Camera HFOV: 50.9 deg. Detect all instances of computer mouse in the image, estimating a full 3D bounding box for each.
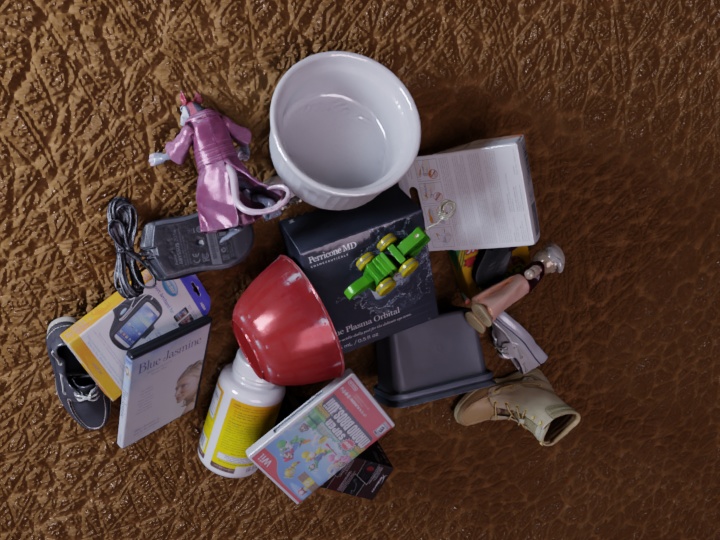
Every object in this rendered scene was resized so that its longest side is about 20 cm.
[{"bbox_3d":[-0.250,-0.041,1.063,0.199,0.053,0.140,-8,91,-22],"label":"computer mouse"}]

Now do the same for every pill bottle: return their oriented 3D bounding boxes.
[{"bbox_3d":[-0.186,0.222,1.211,0.109,0.109,0.201,9,114,-27],"label":"pill bottle"}]

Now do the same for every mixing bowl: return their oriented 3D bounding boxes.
[{"bbox_3d":[-0.118,0.091,1.102,0.108,0.200,0.201,-27,125,-18],"label":"mixing bowl"}]

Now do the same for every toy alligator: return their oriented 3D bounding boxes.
[{"bbox_3d":[0.060,-0.024,1.076,0.200,0.059,0.054,-41,166,-1],"label":"toy alligator"}]

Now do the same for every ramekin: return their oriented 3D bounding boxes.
[{"bbox_3d":[-0.028,-0.178,1.009,0.199,0.098,0.202,4,75,-15],"label":"ramekin"}]

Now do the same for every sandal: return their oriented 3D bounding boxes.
[{"bbox_3d":[0.234,-0.057,1.212,0.075,0.048,0.202,-3,119,-23],"label":"sandal"}]

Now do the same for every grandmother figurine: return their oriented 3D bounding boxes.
[{"bbox_3d":[0.264,0.020,1.247,0.200,0.121,0.061,-37,86,-21],"label":"grandmother figurine"}]

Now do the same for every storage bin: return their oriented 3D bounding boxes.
[{"bbox_3d":[0.114,0.139,1.292,0.198,0.145,0.135,-9,94,-18],"label":"storage bin"}]

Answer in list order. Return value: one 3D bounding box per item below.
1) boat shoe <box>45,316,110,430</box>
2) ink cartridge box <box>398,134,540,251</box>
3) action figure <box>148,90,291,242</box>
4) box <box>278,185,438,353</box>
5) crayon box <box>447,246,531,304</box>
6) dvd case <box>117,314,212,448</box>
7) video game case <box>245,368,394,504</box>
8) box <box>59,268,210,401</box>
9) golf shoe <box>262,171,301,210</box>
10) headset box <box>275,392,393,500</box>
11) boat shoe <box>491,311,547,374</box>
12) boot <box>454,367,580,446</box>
[{"bbox_3d":[-0.413,0.166,1.108,0.072,0.063,0.201,-14,122,-15],"label":"boat shoe"},{"bbox_3d":[0.163,-0.112,1.156,0.050,0.199,0.163,-45,126,-52],"label":"ink cartridge box"},{"bbox_3d":[-0.192,-0.142,0.980,0.133,0.149,0.201,-24,93,-19],"label":"action figure"},{"bbox_3d":[0.000,0.000,1.163,0.195,0.118,0.201,-20,123,-12],"label":"box"},{"bbox_3d":[0.215,-0.034,1.277,0.126,0.051,0.201,-29,126,-7],"label":"crayon box"},{"bbox_3d":[-0.291,0.166,1.125,0.142,0.018,0.201,-26,145,-44],"label":"dvd case"},{"bbox_3d":[-0.058,0.257,1.164,0.200,0.017,0.143,-38,125,-3],"label":"video game case"},{"bbox_3d":[-0.312,0.077,1.088,0.200,0.041,0.120,-42,129,-25],"label":"box"},{"bbox_3d":[-0.091,-0.143,1.081,0.199,0.077,0.089,-26,106,-13],"label":"golf shoe"},{"bbox_3d":[-0.063,0.294,1.281,0.199,0.149,0.075,25,104,-32],"label":"headset box"},{"bbox_3d":[0.277,0.133,1.383,0.067,0.074,0.200,-46,126,3],"label":"boat shoe"},{"bbox_3d":[0.291,0.271,1.417,0.199,0.156,0.073,-18,124,-13],"label":"boot"}]
